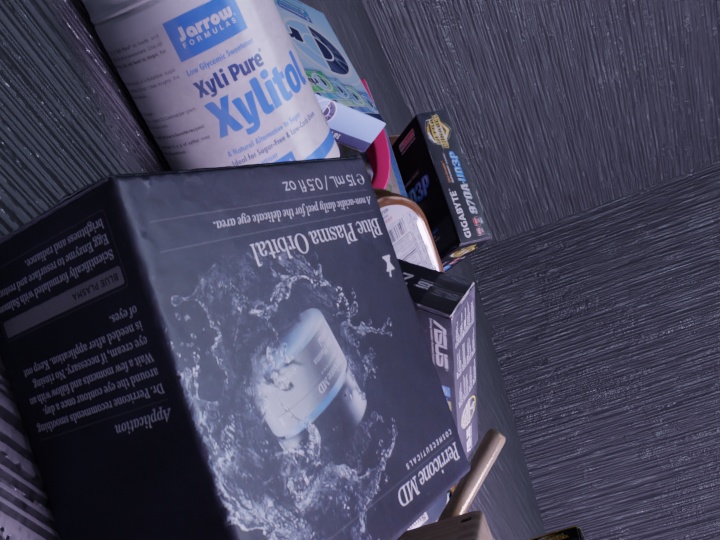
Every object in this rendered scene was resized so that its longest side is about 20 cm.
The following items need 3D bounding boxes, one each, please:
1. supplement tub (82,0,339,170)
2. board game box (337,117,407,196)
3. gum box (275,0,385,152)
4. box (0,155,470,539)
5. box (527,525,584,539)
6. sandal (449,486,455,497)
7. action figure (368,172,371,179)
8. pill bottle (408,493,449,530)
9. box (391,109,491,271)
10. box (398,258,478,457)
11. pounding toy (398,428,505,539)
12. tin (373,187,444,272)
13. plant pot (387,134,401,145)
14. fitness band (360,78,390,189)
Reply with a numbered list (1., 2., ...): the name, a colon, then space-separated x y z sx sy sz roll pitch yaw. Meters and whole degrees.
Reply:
1. supplement tub: -0.109 -0.145 0.612 0.132 0.131 0.201 -88 156 -61
2. board game box: -0.007 -0.063 0.927 0.034 0.133 0.202 68 5 -79
3. gum box: -0.080 -0.222 0.804 0.169 0.045 0.201 14 40 -41
4. box: -0.058 0.056 0.415 0.196 0.117 0.202 -18 88 -57
5. box: 0.171 0.370 0.765 0.049 0.158 0.202 4 66 -77
6. sandal: 0.066 0.231 0.824 0.199 0.054 0.083 -3 107 -59
7. action figure: 0.000 0.000 0.842 0.102 0.117 0.203 -6 100 -72
8. pill bottle: 0.007 0.177 0.655 0.120 0.118 0.202 -66 136 -73
9. box: 0.074 -0.076 0.964 0.200 0.045 0.161 138 -63 -65
10. box: 0.025 0.075 0.708 0.049 0.160 0.202 -49 145 -38
11. pounding toy: 0.041 0.244 0.542 0.142 0.182 0.202 -6 76 -78
12. tin: 0.032 0.016 0.775 0.042 0.112 0.201 24 -36 51
13. plant pot: 0.042 -0.084 1.163 0.187 0.184 0.203 -17 102 -78
14. fitness band: -0.046 -0.148 0.892 0.037 0.142 0.202 124 -51 -71
